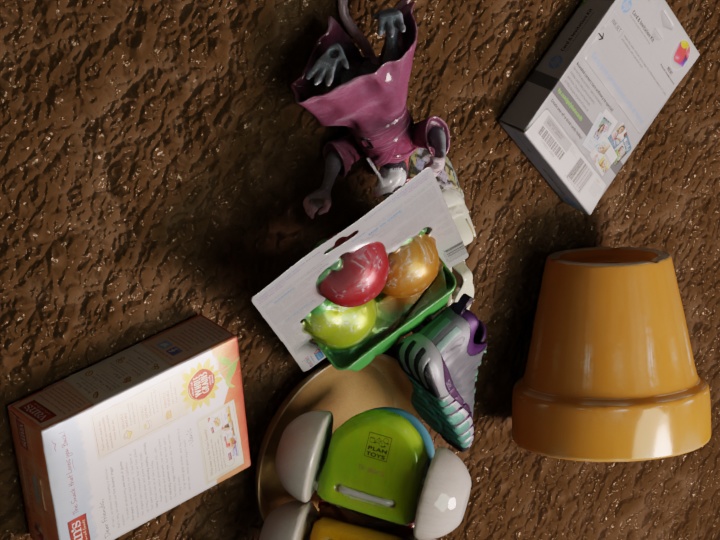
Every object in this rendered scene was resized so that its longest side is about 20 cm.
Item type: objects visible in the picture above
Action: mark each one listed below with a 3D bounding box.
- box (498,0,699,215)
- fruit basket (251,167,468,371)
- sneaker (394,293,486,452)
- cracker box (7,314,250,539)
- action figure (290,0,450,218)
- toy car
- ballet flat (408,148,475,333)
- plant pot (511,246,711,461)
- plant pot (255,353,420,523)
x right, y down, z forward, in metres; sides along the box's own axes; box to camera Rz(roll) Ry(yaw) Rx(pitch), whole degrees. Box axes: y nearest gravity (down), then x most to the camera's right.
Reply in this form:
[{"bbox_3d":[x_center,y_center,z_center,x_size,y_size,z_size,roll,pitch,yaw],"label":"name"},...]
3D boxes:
[{"bbox_3d":[0.234,-0.178,1.879,0.201,0.041,0.156,-54,138,-7],"label":"box"},{"bbox_3d":[0.000,0.000,1.664,0.185,0.094,0.200,-37,151,-2],"label":"fruit basket"},{"bbox_3d":[0.093,0.098,1.794,0.088,0.074,0.200,-44,155,-13],"label":"sneaker"},{"bbox_3d":[-0.190,0.139,1.620,0.199,0.057,0.135,-26,126,-34],"label":"cracker box"},{"bbox_3d":[0.006,-0.136,1.663,0.200,0.133,0.150,65,20,-55],"label":"action figure"},{"bbox_3d":[0.010,0.212,1.761,0.150,0.173,0.202,-47,150,-70],"label":"toy car"},{"bbox_3d":[0.078,-0.022,1.788,0.072,0.072,0.202,-24,126,-33],"label":"ballet flat"},{"bbox_3d":[0.248,0.076,1.930,0.199,0.199,0.185,-11,103,-40],"label":"plant pot"},{"bbox_3d":[-0.025,0.165,1.817,0.199,0.027,0.202,-23,126,-35],"label":"plant pot"}]
